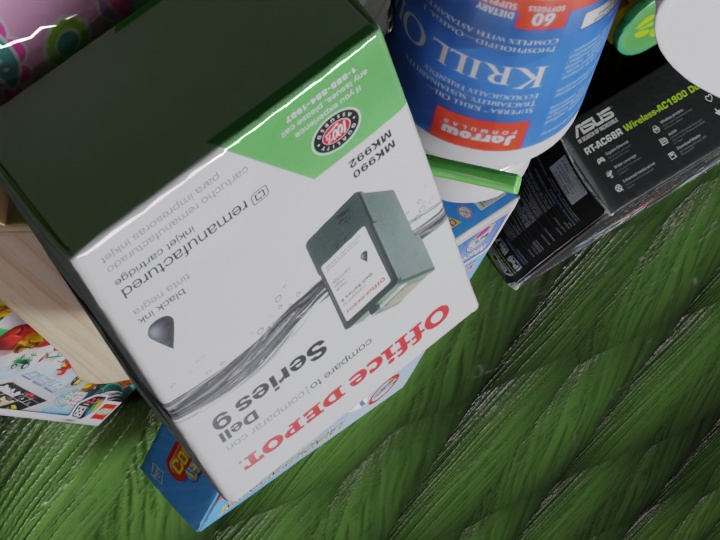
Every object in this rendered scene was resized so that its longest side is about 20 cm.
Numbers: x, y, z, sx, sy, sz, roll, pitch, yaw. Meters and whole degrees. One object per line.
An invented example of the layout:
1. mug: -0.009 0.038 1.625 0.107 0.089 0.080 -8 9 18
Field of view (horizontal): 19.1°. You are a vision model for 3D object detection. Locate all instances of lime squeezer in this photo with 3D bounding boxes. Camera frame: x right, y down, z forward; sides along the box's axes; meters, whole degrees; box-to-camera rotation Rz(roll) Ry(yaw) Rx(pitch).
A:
1. lime squeezer: -0.005 -0.053 1.079 0.071 0.199 0.038 41 71 -28

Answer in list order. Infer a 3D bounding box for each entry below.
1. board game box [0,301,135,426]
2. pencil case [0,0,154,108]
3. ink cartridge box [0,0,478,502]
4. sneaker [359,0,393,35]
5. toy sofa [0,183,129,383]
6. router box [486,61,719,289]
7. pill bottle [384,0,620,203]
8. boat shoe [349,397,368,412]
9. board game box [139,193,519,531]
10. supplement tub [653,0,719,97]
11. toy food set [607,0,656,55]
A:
1. board game box: -0.156 0.022 1.109 0.126 0.035 0.200 -44 157 15
2. pencil case: -0.099 -0.121 0.842 0.199 0.088 0.088 -22 154 -29
3. ink cartridge box: -0.045 -0.018 0.865 0.146 0.084 0.200 -37 146 -9
4. sneaker: -0.020 -0.127 0.985 0.090 0.076 0.200 -28 167 -36
5. toy sofa: -0.116 -0.019 0.987 0.097 0.084 0.200 -4 156 19
6. router box: 0.177 -0.078 1.305 0.199 0.062 0.150 -30 174 -25
7. pill bottle: 0.065 -0.121 1.049 0.112 0.113 0.201 -27 155 -22
8. boat shoe: 0.000 0.000 1.050 0.069 0.071 0.201 -15 141 -4
9. board game box: -0.019 0.038 1.268 0.199 0.056 0.196 -32 161 -41
10. supplement tub: 0.207 -0.188 0.971 0.144 0.202 0.145 11 155 5
11. toy food set: 0.215 -0.203 1.197 0.199 0.049 0.199 -21 154 -35
